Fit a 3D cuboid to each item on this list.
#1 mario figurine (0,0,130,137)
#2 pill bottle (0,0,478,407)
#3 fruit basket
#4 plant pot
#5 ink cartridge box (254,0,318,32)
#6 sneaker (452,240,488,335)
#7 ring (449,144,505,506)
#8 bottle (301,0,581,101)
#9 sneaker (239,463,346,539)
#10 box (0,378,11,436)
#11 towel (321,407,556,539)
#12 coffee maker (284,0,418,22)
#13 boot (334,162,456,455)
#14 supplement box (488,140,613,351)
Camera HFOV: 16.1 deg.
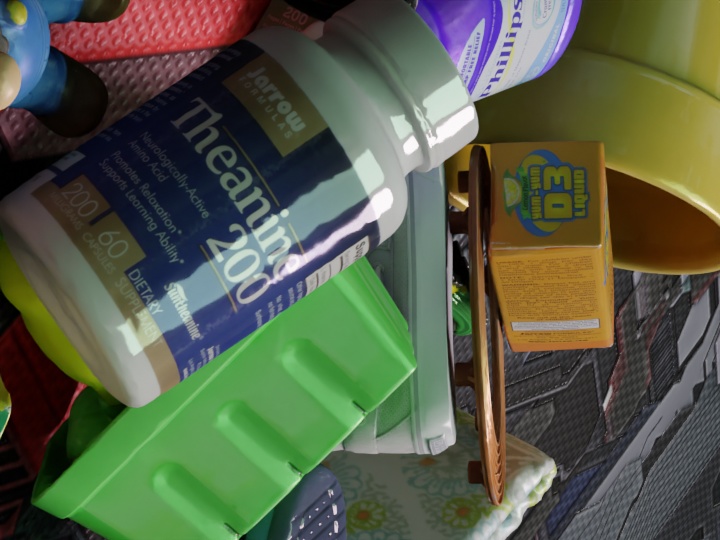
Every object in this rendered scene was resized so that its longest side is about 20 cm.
[{"bbox_3d":[-0.147,-0.083,1.037,0.200,0.106,0.124,-22,91,-67],"label":"mario figurine"},{"bbox_3d":[-0.050,-0.038,1.127,0.200,0.111,0.111,-35,149,-12],"label":"pill bottle"},{"bbox_3d":[-0.097,0.026,1.251,0.156,0.215,0.216,-100,-146,-78],"label":"fruit basket"},{"bbox_3d":[0.154,-0.120,1.518,0.201,0.201,0.189,52,53,-64],"label":"plant pot"},{"bbox_3d":[-0.002,-0.118,1.372,0.200,0.048,0.146,-61,156,-5],"label":"ink cartridge box"},{"bbox_3d":[0.021,0.004,1.538,0.085,0.078,0.200,-25,164,8],"label":"sneaker"},{"bbox_3d":[0.065,0.030,1.413,0.200,0.019,0.201,-3,90,-83],"label":"ring"},{"bbox_3d":[0.041,-0.123,1.313,0.200,0.065,0.084,-24,137,-53],"label":"bottle"},{"bbox_3d":[-0.064,0.179,1.347,0.074,0.082,0.200,-29,141,-51],"label":"sneaker"},{"bbox_3d":[-0.199,0.067,1.080,0.117,0.048,0.200,-66,-162,9],"label":"box"},{"bbox_3d":[-0.010,0.137,1.475,0.200,0.171,0.048,-44,152,-35],"label":"towel"},{"bbox_3d":[0.052,-0.230,1.215,0.200,0.135,0.192,-27,138,-36],"label":"coffee maker"},{"bbox_3d":[0.000,0.000,1.358,0.074,0.095,0.200,71,18,-70],"label":"boot"},{"bbox_3d":[0.109,-0.011,1.444,0.200,0.069,0.067,62,28,-71],"label":"supplement box"}]
